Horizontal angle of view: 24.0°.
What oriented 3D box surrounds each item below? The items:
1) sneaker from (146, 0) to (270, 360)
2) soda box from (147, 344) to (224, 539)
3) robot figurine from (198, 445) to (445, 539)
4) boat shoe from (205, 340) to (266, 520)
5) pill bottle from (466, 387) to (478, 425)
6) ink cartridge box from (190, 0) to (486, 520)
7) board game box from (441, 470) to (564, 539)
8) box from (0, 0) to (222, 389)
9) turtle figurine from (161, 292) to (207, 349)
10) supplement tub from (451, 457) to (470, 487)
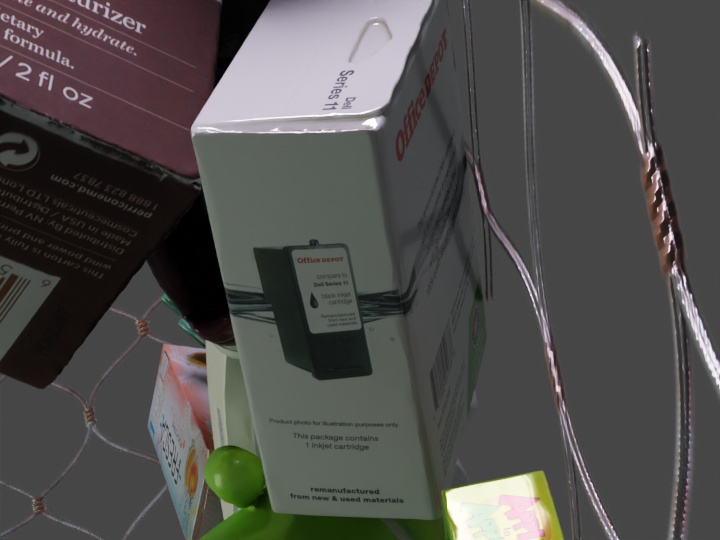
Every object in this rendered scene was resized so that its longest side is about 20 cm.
[{"bbox_3d":[-0.063,-0.059,0.798,0.115,0.075,0.201,16,-113,-76],"label":"sneaker"},{"bbox_3d":[-0.084,0.108,1.048,0.200,0.068,0.064,-130,50,-69],"label":"soda box"},{"bbox_3d":[-0.031,0.167,0.818,0.176,0.200,0.116,57,139,0],"label":"robot figurine"},{"bbox_3d":[-0.042,0.068,0.902,0.072,0.068,0.201,-161,66,-75],"label":"boat shoe"},{"bbox_3d":[0.000,0.000,0.982,0.104,0.104,0.201,91,168,-79],"label":"pill bottle"},{"bbox_3d":[-0.001,-0.012,0.754,0.147,0.083,0.201,-68,-26,-55],"label":"ink cartridge box"},{"bbox_3d":[0.074,0.191,0.768,0.200,0.047,0.102,82,176,-50],"label":"board game box"},{"bbox_3d":[-0.170,-0.089,0.765,0.164,0.165,0.201,-47,30,40],"label":"box"},{"bbox_3d":[-0.040,-0.035,1.081,0.101,0.200,0.150,30,165,33],"label":"turtle figurine"},{"bbox_3d":[-0.020,0.116,1.188,0.200,0.140,0.141,-127,22,-49],"label":"supplement tub"}]
